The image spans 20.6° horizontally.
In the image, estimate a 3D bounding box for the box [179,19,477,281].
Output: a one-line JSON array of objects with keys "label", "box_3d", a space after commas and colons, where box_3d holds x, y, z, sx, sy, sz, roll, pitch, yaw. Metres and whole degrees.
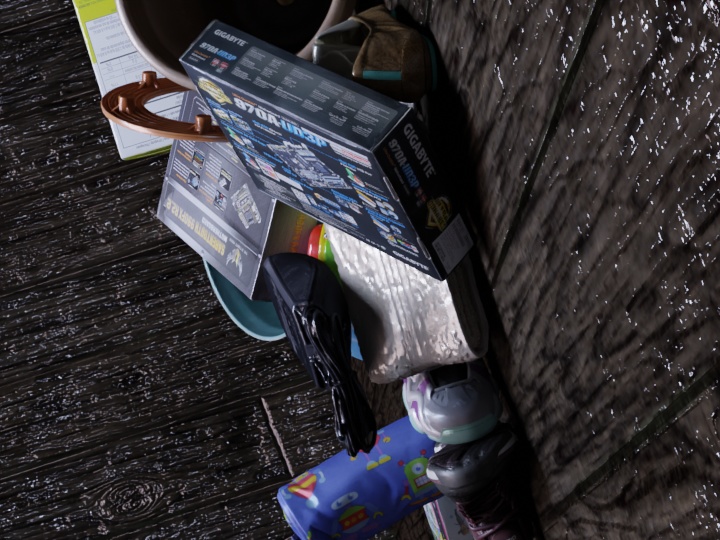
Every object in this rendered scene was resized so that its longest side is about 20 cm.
[{"label": "box", "box_3d": [-0.023, -0.086, 1.430, 0.200, 0.046, 0.159, 27, 160, 37]}]

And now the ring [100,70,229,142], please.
[{"label": "ring", "box_3d": [-0.111, -0.139, 1.621, 0.200, 0.200, 0.019, -119, 29, -68]}]

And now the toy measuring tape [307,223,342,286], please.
[{"label": "toy measuring tape", "box_3d": [0.000, 0.000, 1.694, 0.200, 0.073, 0.074, 60, -171, -64]}]

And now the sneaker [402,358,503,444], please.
[{"label": "sneaker", "box_3d": [0.052, 0.038, 1.586, 0.200, 0.078, 0.140, -116, 8, -56]}]

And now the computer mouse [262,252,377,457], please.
[{"label": "computer mouse", "box_3d": [-0.027, 0.046, 1.581, 0.200, 0.053, 0.139, -124, 14, -60]}]

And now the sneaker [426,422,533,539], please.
[{"label": "sneaker", "box_3d": [0.109, 0.186, 1.595, 0.200, 0.076, 0.116, -20, -92, -84]}]

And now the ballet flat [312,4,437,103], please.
[{"label": "ballet flat", "box_3d": [0.004, -0.154, 1.445, 0.200, 0.072, 0.068, -121, 26, -73]}]

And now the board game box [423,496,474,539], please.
[{"label": "board game box", "box_3d": [0.108, 0.260, 1.862, 0.148, 0.064, 0.200, -168, 60, -85]}]

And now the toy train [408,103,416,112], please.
[{"label": "toy train", "box_3d": [0.014, -0.110, 1.625, 0.200, 0.056, 0.150, -130, 22, -79]}]

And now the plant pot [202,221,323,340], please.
[{"label": "plant pot", "box_3d": [-0.044, -0.045, 1.843, 0.200, 0.134, 0.201, 21, 115, 52]}]

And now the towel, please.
[{"label": "towel", "box_3d": [0.027, -0.018, 1.526, 0.132, 0.034, 0.200, -20, 84, 52]}]

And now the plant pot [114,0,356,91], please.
[{"label": "plant pot", "box_3d": [-0.083, -0.236, 1.641, 0.175, 0.200, 0.201, 4, -113, -76]}]

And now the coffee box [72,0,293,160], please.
[{"label": "coffee box", "box_3d": [-0.156, -0.236, 2.025, 0.200, 0.200, 0.198, -36, -71, -79]}]

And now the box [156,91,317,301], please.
[{"label": "box", "box_3d": [-0.102, -0.082, 1.735, 0.200, 0.048, 0.159, 37, 119, 52]}]

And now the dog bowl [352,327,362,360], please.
[{"label": "dog bowl", "box_3d": [0.011, 0.043, 1.942, 0.200, 0.111, 0.050, -123, 53, -72]}]

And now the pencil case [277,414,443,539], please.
[{"label": "pencil case", "box_3d": [0.025, 0.185, 1.743, 0.087, 0.200, 0.078, 61, 176, -8]}]
